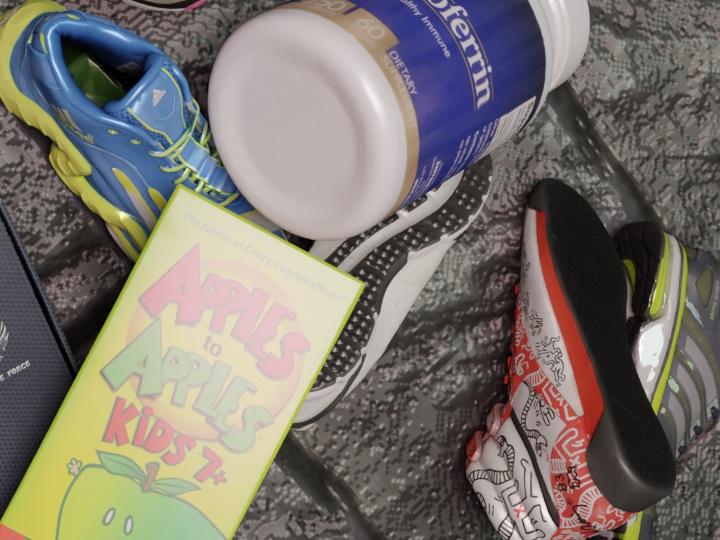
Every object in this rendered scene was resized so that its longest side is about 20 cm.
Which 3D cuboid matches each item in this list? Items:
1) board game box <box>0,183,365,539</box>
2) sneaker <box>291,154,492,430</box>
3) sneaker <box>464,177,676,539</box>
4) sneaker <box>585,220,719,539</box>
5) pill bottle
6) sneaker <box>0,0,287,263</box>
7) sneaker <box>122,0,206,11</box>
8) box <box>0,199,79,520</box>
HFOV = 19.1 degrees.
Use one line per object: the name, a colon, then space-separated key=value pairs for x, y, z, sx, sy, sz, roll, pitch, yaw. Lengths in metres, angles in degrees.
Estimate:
board game box: x=-0.089 y=0.070 z=1.021 sx=0.101 sy=0.048 sz=0.201 roll=28 pitch=90 yaw=-3
sneaker: x=0.000 y=0.000 z=1.129 sx=0.074 sy=0.080 sz=0.200 roll=34 pitch=61 yaw=10
sneaker: x=0.095 y=0.055 z=1.157 sx=0.067 sy=0.108 sz=0.202 roll=18 pitch=48 yaw=-41
sneaker: x=0.169 y=0.078 z=1.186 sx=0.081 sy=0.074 sz=0.201 roll=13 pitch=87 yaw=-23
pill bottle: x=0.026 y=-0.102 z=1.075 sx=0.200 sy=0.115 sz=0.116 roll=-34 pitch=103 yaw=-46
sneaker: x=-0.103 y=-0.055 z=1.062 sx=0.200 sy=0.105 sz=0.076 roll=42 pitch=77 yaw=-15
sneaker: x=-0.135 y=-0.204 z=1.018 sx=0.074 sy=0.087 sz=0.200 roll=-44 pitch=105 yaw=-14
box: x=-0.235 y=0.072 z=1.023 sx=0.200 sy=0.051 sz=0.158 roll=-29 pitch=113 yaw=-20
